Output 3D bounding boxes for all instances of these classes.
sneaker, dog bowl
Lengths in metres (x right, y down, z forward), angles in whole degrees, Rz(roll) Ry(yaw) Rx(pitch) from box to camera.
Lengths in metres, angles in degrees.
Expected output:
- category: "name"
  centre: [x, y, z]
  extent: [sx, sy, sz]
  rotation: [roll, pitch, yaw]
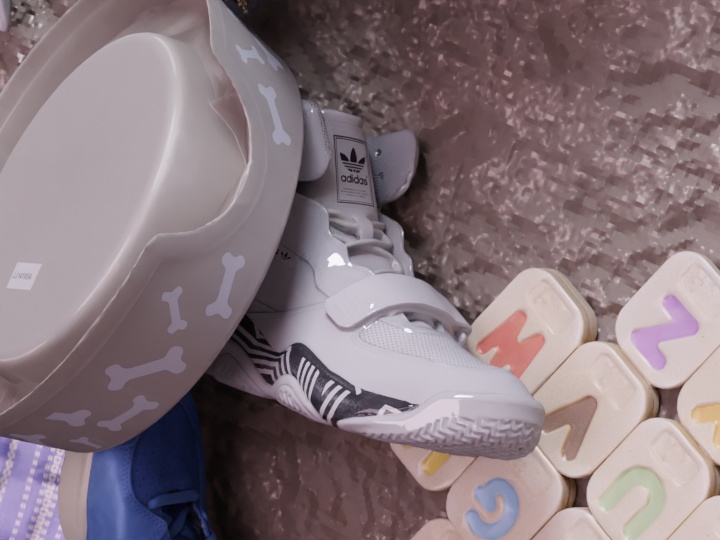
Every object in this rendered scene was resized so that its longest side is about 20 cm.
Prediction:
- category: "sneaker"
  centre: [-0.060, 0.137, 1.178]
  extent: [0.111, 0.077, 0.201]
  rotation: [8, 96, 39]
- category: "sneaker"
  centre: [0.000, 0.000, 1.151]
  extent: [0.200, 0.075, 0.115]
  rotation: [18, 94, 44]
- category: "dog bowl"
  centre: [-0.097, -0.020, 1.158]
  extent: [0.200, 0.059, 0.201]
  rotation: [-39, 35, 35]

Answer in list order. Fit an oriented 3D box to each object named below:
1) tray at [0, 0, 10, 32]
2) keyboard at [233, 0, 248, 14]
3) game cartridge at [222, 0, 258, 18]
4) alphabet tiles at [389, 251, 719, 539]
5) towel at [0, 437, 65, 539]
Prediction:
- category: "tray"
  centre: [-0.191, -0.207, 1.274]
  extent: [0.107, 0.022, 0.201]
  rotation: [34, 143, 43]
- category: "keyboard"
  centre: [-0.069, -0.176, 1.116]
  extent: [0.200, 0.021, 0.127]
  rotation: [47, 150, 34]
- category: "game cartridge"
  centre: [-0.104, -0.196, 1.227]
  extent: [0.200, 0.040, 0.134]
  rotation: [45, 140, 27]
- category: "alphabet tiles"
  centre: [0.095, 0.099, 1.126]
  extent: [0.196, 0.015, 0.200]
  rotation: [-48, 63, 20]
- category: "towel"
  centre: [-0.171, 0.059, 1.264]
  extent: [0.199, 0.024, 0.145]
  rotation: [16, 93, 15]
